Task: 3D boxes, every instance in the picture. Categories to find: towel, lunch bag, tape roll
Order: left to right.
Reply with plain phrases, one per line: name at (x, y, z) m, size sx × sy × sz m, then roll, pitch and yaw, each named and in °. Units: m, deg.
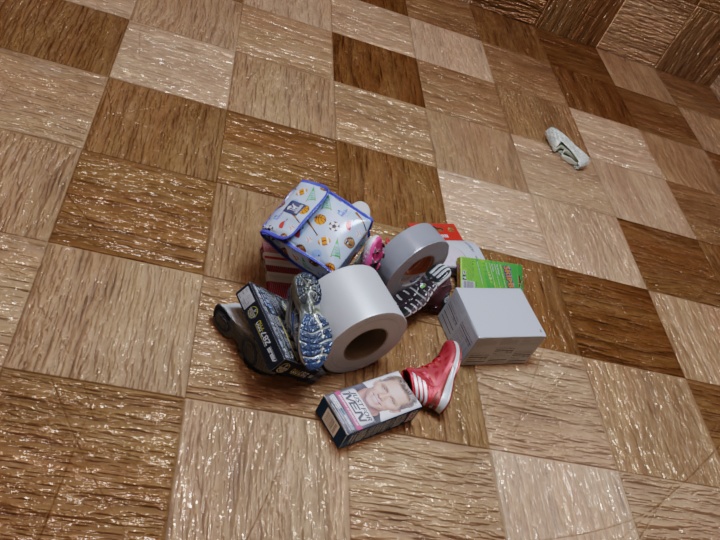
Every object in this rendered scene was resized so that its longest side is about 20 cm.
towel at (-0.156, 0.017, 1.775) m, size 0.143 × 0.023 × 0.201 m, roll 6°, pitch 46°, yaw -23°
lunch bag at (-0.098, -0.090, 1.662) m, size 0.200 × 0.124 × 0.170 m, roll 35°, pitch 69°, yaw 8°
tape roll at (-0.018, 0.106, 1.619) m, size 0.202 × 0.203 × 0.139 m, roll -7°, pitch 51°, yaw -33°
tape roll at (0.119, -0.020, 1.820) m, size 0.200 × 0.201 × 0.066 m, roll -17°, pitch 57°, yaw -39°

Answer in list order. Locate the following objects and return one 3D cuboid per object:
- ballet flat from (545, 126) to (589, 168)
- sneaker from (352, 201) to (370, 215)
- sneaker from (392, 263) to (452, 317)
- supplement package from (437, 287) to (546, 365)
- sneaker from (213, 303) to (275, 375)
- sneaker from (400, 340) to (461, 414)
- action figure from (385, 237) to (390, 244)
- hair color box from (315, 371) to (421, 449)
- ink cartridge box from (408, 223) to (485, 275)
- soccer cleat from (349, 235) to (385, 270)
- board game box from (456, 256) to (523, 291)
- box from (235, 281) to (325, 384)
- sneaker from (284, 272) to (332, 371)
ballet flat at (0.724, -0.433, 2.668) m, size 0.200 × 0.072 × 0.072 m, roll 44°, pitch 44°, yaw 19°
sneaker at (-0.021, -0.133, 1.961) m, size 0.073 × 0.071 × 0.200 m, roll 31°, pitch 41°, yaw 4°
sneaker at (0.153, 0.084, 1.833) m, size 0.200 × 0.116 × 0.076 m, roll -37°, pitch 46°, yaw -11°
supplement package at (0.319, 0.135, 1.835) m, size 0.199 × 0.111 × 0.156 m, roll 2°, pitch 47°, yaw -27°
sneaker at (-0.224, 0.135, 1.582) m, size 0.087 × 0.075 × 0.200 m, roll -17°, pitch 58°, yaw -46°
sneaker at (0.157, 0.217, 1.692) m, size 0.115 × 0.079 × 0.200 m, roll 24°, pitch 40°, yaw -5°
action figure at (0.090, -0.051, 1.923) m, size 0.199 × 0.065 × 0.099 m, roll -25°, pitch 65°, yaw -28°
hair color box at (0.018, 0.286, 1.560) m, size 0.199 × 0.061 × 0.100 m, roll -12°, pitch 55°, yaw -37°
ink cartridge box at (0.238, -0.071, 2.053) m, size 0.162 × 0.057 × 0.201 m, roll -1°, pitch 53°, yaw -28°
soccer cleat at (0.000, 0.000, 1.744) m, size 0.086 × 0.201 × 0.070 m, roll 24°, pitch 37°, yaw 21°
board game box at (0.345, 0.022, 1.993) m, size 0.199 × 0.030 × 0.096 m, roll 6°, pitch 76°, yaw -22°
box at (-0.166, 0.131, 1.567) m, size 0.161 × 0.049 × 0.200 m, roll 29°, pitch 26°, yaw -57°
sneaker at (-0.112, 0.110, 1.533) m, size 0.077 × 0.085 × 0.201 m, roll 7°, pitch 65°, yaw -31°
